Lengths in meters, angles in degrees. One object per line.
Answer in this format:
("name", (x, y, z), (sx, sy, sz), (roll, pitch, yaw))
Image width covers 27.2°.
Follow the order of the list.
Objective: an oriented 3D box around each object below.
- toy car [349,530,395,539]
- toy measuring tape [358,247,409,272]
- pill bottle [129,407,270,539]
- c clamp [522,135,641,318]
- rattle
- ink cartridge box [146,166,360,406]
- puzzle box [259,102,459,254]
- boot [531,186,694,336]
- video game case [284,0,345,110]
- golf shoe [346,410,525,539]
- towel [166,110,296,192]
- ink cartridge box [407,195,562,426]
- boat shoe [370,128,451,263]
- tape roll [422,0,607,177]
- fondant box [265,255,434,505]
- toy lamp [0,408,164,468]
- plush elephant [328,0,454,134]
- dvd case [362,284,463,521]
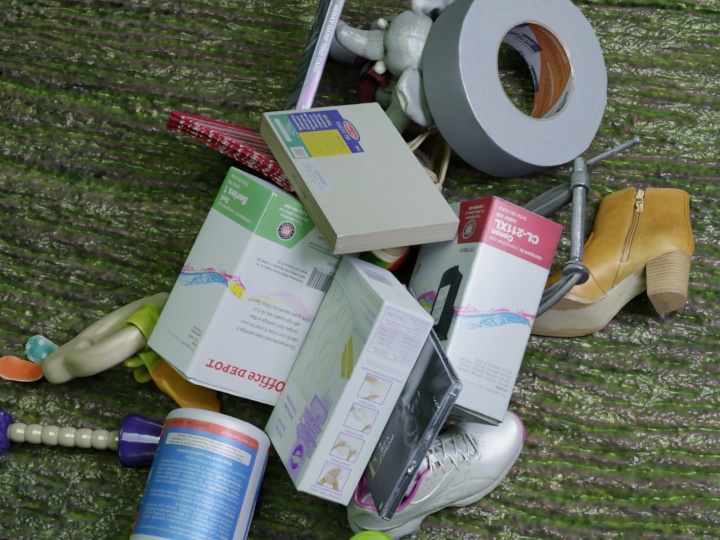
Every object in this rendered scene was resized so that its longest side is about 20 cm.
("toy car", (0.018, 0.356, 1.360), (0.157, 0.164, 0.201), (32, 85, 21))
("toy measuring tape", (0.000, 0.000, 1.552), (0.073, 0.074, 0.201), (23, 68, 18))
("pill bottle", (-0.164, 0.246, 1.457), (0.111, 0.112, 0.201), (10, 68, 14))
("c clamp", (0.198, -0.036, 1.491), (0.170, 0.027, 0.201), (-25, 37, 39))
("rattle", (-0.265, 0.115, 1.577), (0.199, 0.143, 0.131), (-27, 32, 14))
("ink cartridge box", (-0.102, 0.019, 1.487), (0.084, 0.144, 0.201), (30, 96, 44))
("puzzle box", (-0.003, -0.094, 1.462), (0.132, 0.026, 0.200), (-8, 44, -24))
("boot", (0.244, -0.013, 1.532), (0.200, 0.071, 0.145), (-10, 49, 19))
("video game case", (-0.046, -0.244, 1.604), (0.019, 0.143, 0.201), (19, 90, -9))
("golf shoe", (0.075, 0.195, 1.450), (0.199, 0.092, 0.075), (-32, 64, -6))
("towel", (-0.096, -0.118, 1.573), (0.199, 0.144, 0.023), (28, 103, 33))
("ink cartridge box", (0.104, 0.040, 1.449), (0.082, 0.146, 0.201), (22, 80, -20))
("boat shoe", (0.046, -0.085, 1.529), (0.071, 0.064, 0.200), (40, 36, -14))
("tape roll", (0.163, -0.201, 1.553), (0.199, 0.066, 0.202), (5, 80, -32))
("fondant box", (-0.014, 0.103, 1.437), (0.058, 0.144, 0.201), (20, 101, -21))
("toy lamp", (-0.291, 0.172, 1.541), (0.198, 0.058, 0.059), (2, 67, 10))
("plush elephant", (0.037, -0.224, 1.599), (0.198, 0.155, 0.166), (5, 67, 12))
("dvd case", (0.033, 0.120, 1.407), (0.016, 0.200, 0.149), (20, 109, -20))
